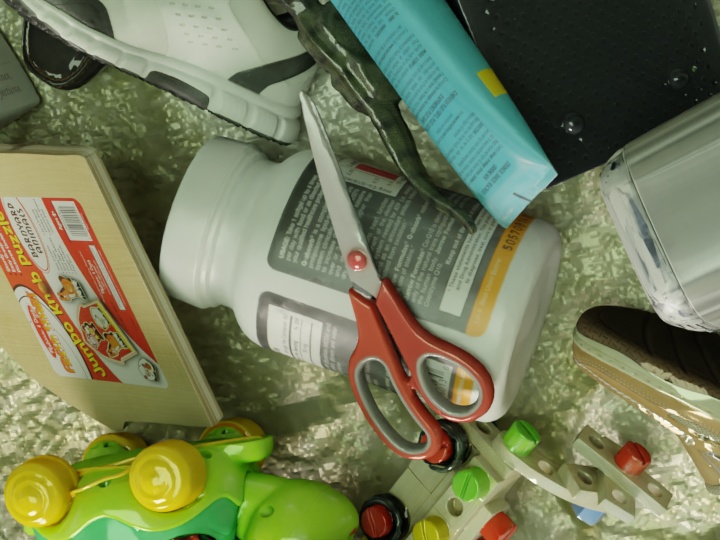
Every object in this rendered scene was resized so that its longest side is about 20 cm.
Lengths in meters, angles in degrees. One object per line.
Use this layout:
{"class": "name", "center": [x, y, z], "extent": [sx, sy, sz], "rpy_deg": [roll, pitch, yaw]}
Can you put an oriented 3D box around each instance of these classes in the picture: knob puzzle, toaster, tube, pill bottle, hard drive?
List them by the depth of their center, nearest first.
{"class": "toaster", "center": [0.202, -0.036, 1.032], "extent": [0.129, 0.200, 0.114], "rpy_deg": [-27, 83, 19]}
{"class": "tube", "center": [0.029, -0.115, 1.064], "extent": [0.050, 0.077, 0.200], "rpy_deg": [-31, 81, -18]}
{"class": "hard drive", "center": [0.105, -0.155, 1.087], "extent": [0.135, 0.042, 0.200], "rpy_deg": [-24, 96, -17]}
{"class": "pill bottle", "center": [0.000, 0.000, 1.142], "extent": [0.200, 0.116, 0.116], "rpy_deg": [19, 106, 12]}
{"class": "knob puzzle", "center": [-0.173, 0.004, 1.203], "extent": [0.220, 0.030, 0.220], "rpy_deg": [28, 140, 26]}

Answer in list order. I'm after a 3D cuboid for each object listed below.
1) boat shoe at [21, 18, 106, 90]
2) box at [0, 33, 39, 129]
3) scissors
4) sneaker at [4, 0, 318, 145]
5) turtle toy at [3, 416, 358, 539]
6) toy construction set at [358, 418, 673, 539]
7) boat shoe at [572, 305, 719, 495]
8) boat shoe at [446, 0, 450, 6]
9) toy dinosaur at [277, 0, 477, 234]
{"class": "boat shoe", "center": [-0.148, -0.194, 1.167], "extent": [0.074, 0.073, 0.200], "rpy_deg": [26, 107, 10]}
{"class": "box", "center": [-0.316, -0.131, 1.162], "extent": [0.131, 0.199, 0.200], "rpy_deg": [-32, 91, 21]}
{"class": "scissors", "center": [-0.003, 0.007, 1.071], "extent": [0.073, 0.014, 0.200], "rpy_deg": [-27, 102, 29]}
{"class": "sneaker", "center": [-0.107, -0.140, 1.137], "extent": [0.200, 0.074, 0.080], "rpy_deg": [22, 99, -33]}
{"class": "turtle toy", "center": [-0.098, 0.141, 1.179], "extent": [0.200, 0.146, 0.101], "rpy_deg": [-8, 91, 17]}
{"class": "toy construction set", "center": [0.072, 0.155, 1.165], "extent": [0.200, 0.092, 0.131], "rpy_deg": [-48, 69, 14]}
{"class": "boat shoe", "center": [0.200, 0.088, 1.130], "extent": [0.200, 0.072, 0.076], "rpy_deg": [25, 119, 10]}
{"class": "boat shoe", "center": [0.041, -0.160, 1.119], "extent": [0.060, 0.076, 0.200], "rpy_deg": [-37, 90, 25]}
{"class": "toy dinosaur", "center": [0.013, -0.101, 1.124], "extent": [0.047, 0.088, 0.200], "rpy_deg": [-39, 80, 25]}
